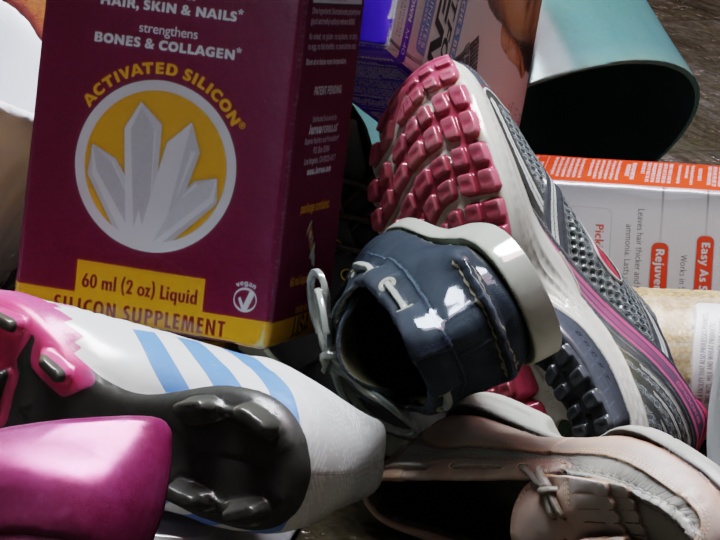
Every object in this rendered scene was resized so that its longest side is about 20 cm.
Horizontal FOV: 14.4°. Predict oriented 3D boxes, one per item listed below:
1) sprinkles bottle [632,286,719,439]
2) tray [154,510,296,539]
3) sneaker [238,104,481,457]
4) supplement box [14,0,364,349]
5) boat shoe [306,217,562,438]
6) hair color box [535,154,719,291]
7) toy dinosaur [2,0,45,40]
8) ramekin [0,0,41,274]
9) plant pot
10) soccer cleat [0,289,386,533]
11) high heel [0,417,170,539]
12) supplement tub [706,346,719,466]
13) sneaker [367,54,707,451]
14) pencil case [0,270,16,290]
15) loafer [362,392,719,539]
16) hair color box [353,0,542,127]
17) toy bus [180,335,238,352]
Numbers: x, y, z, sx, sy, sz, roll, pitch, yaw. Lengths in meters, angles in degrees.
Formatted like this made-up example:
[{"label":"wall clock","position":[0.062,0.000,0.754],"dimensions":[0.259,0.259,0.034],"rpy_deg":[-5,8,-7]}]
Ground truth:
[{"label":"sprinkles bottle","position":[0.167,0.042,1.221],"dimensions":[0.198,0.069,0.068],"rpy_deg":[3,14,6]},{"label":"tray","position":[-0.128,0.094,1.077],"dimensions":[0.199,0.022,0.107],"rpy_deg":[4,15,9]},{"label":"sneaker","position":[0.000,0.000,1.214],"dimensions":[0.200,0.107,0.075],"rpy_deg":[34,27,28]},{"label":"supplement box","position":[-0.064,-0.079,1.127],"dimensions":[0.110,0.201,0.086],"rpy_deg":[8,7,14]},{"label":"boat shoe","position":[0.016,0.025,1.079],"dimensions":[0.062,0.075,0.200],"rpy_deg":[-26,8,-15]},{"label":"hair color box","position":[0.123,0.003,1.301],"dimensions":[0.199,0.102,0.061],"rpy_deg":[5,13,8]},{"label":"toy dinosaur","position":[-0.133,-0.137,1.260],"dimensions":[0.180,0.106,0.200],"rpy_deg":[18,29,6]},{"label":"ramekin","position":[-0.204,-0.086,1.290],"dimensions":[0.200,0.098,0.201],"rpy_deg":[31,20,-13]},{"label":"plant pot","position":[0.053,-0.120,1.468],"dimensions":[0.199,0.162,0.201],"rpy_deg":[-19,-21,-8]},{"label":"soccer cleat","position":[-0.080,0.056,1.074],"dimensions":[0.199,0.070,0.086],"rpy_deg":[17,10,33]},{"label":"high heel","position":[-0.164,0.070,0.968],"dimensions":[0.199,0.096,0.067],"rpy_deg":[13,-27,24]},{"label":"supplement tub","position":[0.238,0.061,1.040],"dimensions":[0.199,0.123,0.123],"rpy_deg":[-2,14,-16]},{"label":"sneaker","position":[0.069,0.004,1.167],"dimensions":[0.074,0.201,0.081],"rpy_deg":[-14,-16,-43]},{"label":"pencil case","position":[-0.219,-0.010,1.355],"dimensions":[0.089,0.078,0.200],"rpy_deg":[37,19,3]},{"label":"loafer","position":[0.070,0.093,1.034],"dimensions":[0.063,0.072,0.200],"rpy_deg":[-24,17,-23]},{"label":"hair color box","position":[0.025,-0.128,1.260],"dimensions":[0.064,0.110,0.200],"rpy_deg":[8,-7,18]},{"label":"toy bus","position":[-0.151,0.046,1.157],"dimensions":[0.198,0.066,0.078],"rpy_deg":[6,9,4]}]
